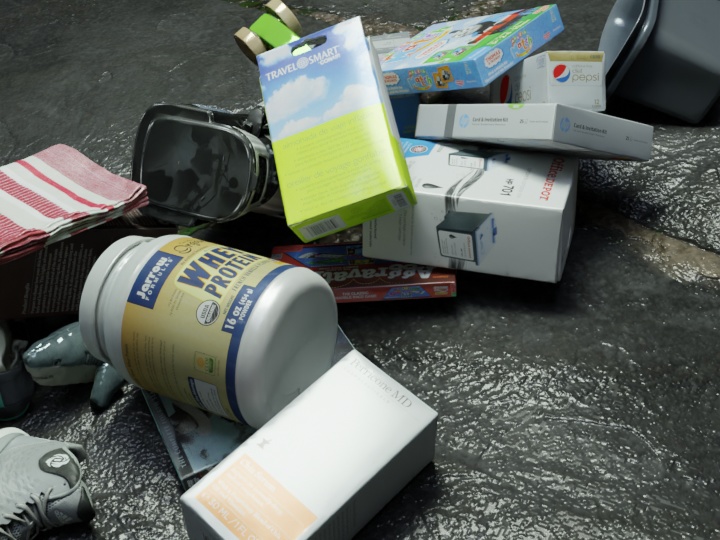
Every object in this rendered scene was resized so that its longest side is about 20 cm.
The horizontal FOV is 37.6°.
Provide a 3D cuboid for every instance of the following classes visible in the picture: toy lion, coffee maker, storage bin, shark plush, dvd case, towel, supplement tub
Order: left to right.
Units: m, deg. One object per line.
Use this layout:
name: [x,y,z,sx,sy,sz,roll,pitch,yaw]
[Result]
towel: [-0.319,-0.066,0.996,0.144,0.023,0.200,25,36,29]
shark plush: [-0.233,0.052,1.034,0.199,0.084,0.091,-33,46,-20]
supplement tub: [-0.136,0.049,0.947,0.199,0.145,0.145,14,45,25]
coffee maker: [-0.158,-0.106,1.123,0.191,0.136,0.200,-11,0,21]
dvd case: [-0.095,0.112,0.993,0.199,0.022,0.146,-22,42,-14]
toy lion: [-0.037,-0.182,1.178,0.069,0.200,0.192,-43,66,-7]
storage bin: [0.366,-0.264,1.271,0.134,0.146,0.201,25,45,-2]

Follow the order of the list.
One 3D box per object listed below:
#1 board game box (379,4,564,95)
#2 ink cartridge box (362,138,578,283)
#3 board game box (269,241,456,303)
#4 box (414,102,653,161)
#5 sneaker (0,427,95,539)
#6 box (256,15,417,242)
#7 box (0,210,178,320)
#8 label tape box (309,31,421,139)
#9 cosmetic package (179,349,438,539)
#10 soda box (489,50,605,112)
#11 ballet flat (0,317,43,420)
board game box: [0.111,-0.251,1.219,0.151,0.037,0.199,-38,26,-32]
ink cartridge box: [0.115,-0.065,1.083,0.199,0.086,0.147,6,28,15]
board game box: [0.000,0.000,1.092,0.198,0.020,0.103,-3,29,7]
box: [0.180,-0.146,1.119,0.155,0.041,0.199,5,5,-38]
sneaker: [-0.284,0.211,0.876,0.115,0.075,0.201,2,41,10]
box: [-0.027,-0.139,1.035,0.121,0.048,0.201,-18,64,11]
box: [-0.293,-0.013,1.062,0.199,0.101,0.075,-4,32,-37]
label tape box: [0.003,-0.218,1.326,0.142,0.066,0.201,-7,38,2]
cosmetic package: [-0.038,0.168,0.864,0.101,0.072,0.200,34,56,26]
soda box: [0.205,-0.203,1.187,0.068,0.064,0.200,-2,5,-10]
ballet flat: [-0.360,0.061,1.068,0.073,0.073,0.200,-14,40,-6]
